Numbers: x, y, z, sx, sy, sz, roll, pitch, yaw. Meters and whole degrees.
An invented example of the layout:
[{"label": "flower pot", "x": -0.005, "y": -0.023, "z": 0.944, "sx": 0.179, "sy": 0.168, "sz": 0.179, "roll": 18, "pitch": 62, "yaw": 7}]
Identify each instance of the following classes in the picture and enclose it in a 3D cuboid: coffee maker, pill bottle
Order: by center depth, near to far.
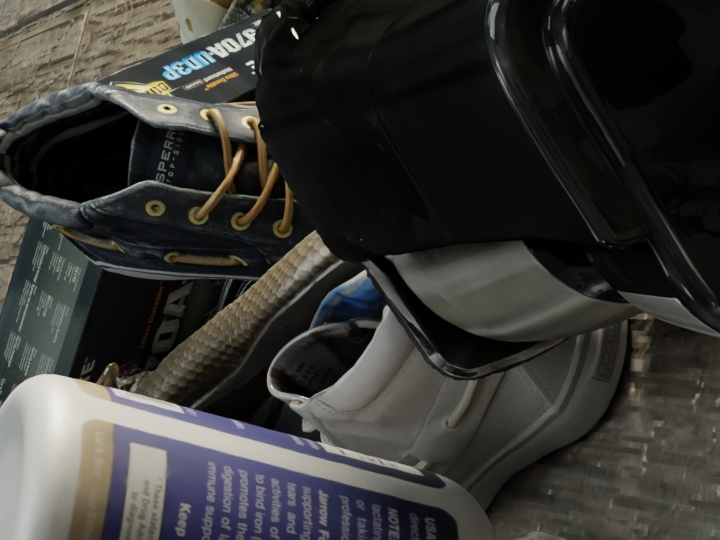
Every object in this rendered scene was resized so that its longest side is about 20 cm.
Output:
[{"label": "coffee maker", "x": 0.049, "y": -0.058, "z": 0.836, "sx": 0.135, "sy": 0.192, "sz": 0.200, "roll": -61, "pitch": 16, "yaw": -14}, {"label": "pill bottle", "x": -0.025, "y": 0.110, "z": 0.901, "sx": 0.116, "sy": 0.199, "sz": 0.116, "roll": -164, "pitch": 90, "yaw": -74}]

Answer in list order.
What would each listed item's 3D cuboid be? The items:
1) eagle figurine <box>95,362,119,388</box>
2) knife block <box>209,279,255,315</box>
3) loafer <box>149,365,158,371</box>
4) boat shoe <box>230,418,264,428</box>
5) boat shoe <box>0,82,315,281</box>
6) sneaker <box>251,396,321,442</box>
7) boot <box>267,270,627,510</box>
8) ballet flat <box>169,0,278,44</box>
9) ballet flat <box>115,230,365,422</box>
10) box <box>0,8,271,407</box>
[{"label": "eagle figurine", "x": -0.069, "y": 0.164, "z": 1.165, "sx": 0.200, "sy": 0.151, "sz": 0.152, "roll": 51, "pitch": 175, "yaw": 28}, {"label": "knife block", "x": -0.003, "y": -0.032, "z": 1.185, "sx": 0.200, "sy": 0.064, "sz": 0.176, "roll": 133, "pitch": 147, "yaw": -55}, {"label": "loafer", "x": -0.093, "y": 0.133, "z": 1.341, "sx": 0.070, "sy": 0.068, "sz": 0.201, "roll": -29, "pitch": -42, "yaw": -63}, {"label": "boat shoe", "x": -0.023, "y": 0.149, "z": 1.019, "sx": 0.070, "sy": 0.070, "sz": 0.200, "roll": -57, "pitch": 43, "yaw": 35}, {"label": "boat shoe", "x": -0.041, "y": -0.032, "z": 1.069, "sx": 0.200, "sy": 0.091, "sz": 0.071, "roll": -4, "pitch": 74, "yaw": 29}, {"label": "sneaker", "x": 0.000, "y": 0.000, "z": 1.140, "sx": 0.200, "sy": 0.073, "sz": 0.071, "roll": -62, "pitch": -16, "yaw": -3}, {"label": "boot", "x": 0.010, "y": 0.045, "z": 1.022, "sx": 0.200, "sy": 0.095, "sz": 0.074, "roll": 132, "pitch": 149, "yaw": -55}, {"label": "ballet flat", "x": -0.062, "y": -0.159, "z": 1.469, "sx": 0.072, "sy": 0.072, "sz": 0.200, "roll": -92, "pitch": 24, "yaw": -44}, {"label": "ballet flat", "x": -0.033, "y": 0.018, "z": 1.050, "sx": 0.200, "sy": 0.067, "sz": 0.046, "roll": -43, "pitch": 58, "yaw": 37}, {"label": "box", "x": -0.095, "y": -0.009, "z": 1.306, "sx": 0.159, "sy": 0.046, "sz": 0.200, "roll": -29, "pitch": -34, "yaw": -53}]
